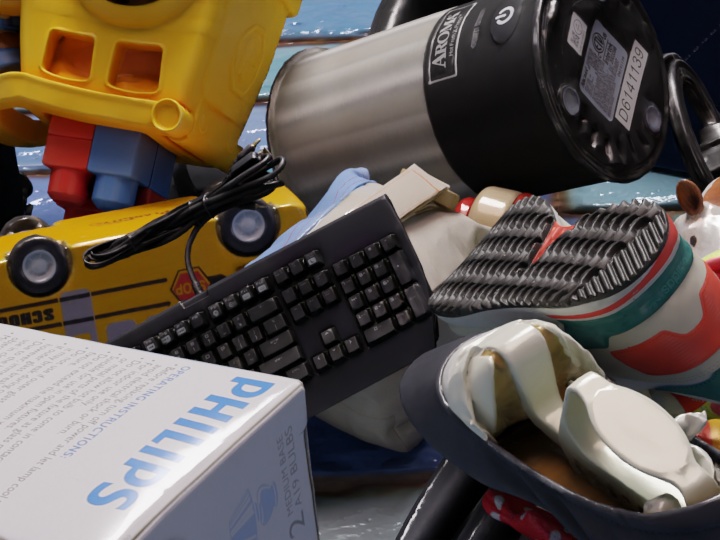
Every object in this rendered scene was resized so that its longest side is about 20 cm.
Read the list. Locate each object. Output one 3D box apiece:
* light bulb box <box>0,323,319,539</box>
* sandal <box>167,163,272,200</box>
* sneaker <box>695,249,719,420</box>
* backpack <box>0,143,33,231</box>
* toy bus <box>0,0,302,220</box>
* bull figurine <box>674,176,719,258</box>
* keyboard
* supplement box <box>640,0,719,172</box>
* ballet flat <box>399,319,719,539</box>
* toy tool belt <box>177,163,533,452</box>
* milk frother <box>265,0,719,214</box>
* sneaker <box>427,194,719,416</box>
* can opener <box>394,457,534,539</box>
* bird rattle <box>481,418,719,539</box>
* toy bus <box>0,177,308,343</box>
[{"bbox_3d":[-0.120,0.132,0.833,0.199,0.199,0.125,10,30,29],"label":"light bulb box"},{"bbox_3d":[-0.071,-0.036,1.385,0.076,0.043,0.200,-15,25,-19],"label":"sandal"},{"bbox_3d":[0.160,0.022,1.072,0.090,0.079,0.200,6,-14,-22],"label":"sneaker"},{"bbox_3d":[-0.301,-0.054,1.355,0.199,0.148,0.183,-6,21,7],"label":"backpack"},{"bbox_3d":[-0.148,-0.112,1.328,0.199,0.193,0.136,12,-5,19],"label":"toy bus"},{"bbox_3d":[0.250,-0.044,1.295,0.121,0.065,0.200,4,24,35],"label":"bull figurine"},{"bbox_3d":[-0.070,0.020,1.104,0.199,0.127,0.021,-28,-18,11],"label":"keyboard"},{"bbox_3d":[0.217,-0.159,1.480,0.199,0.135,0.200,14,30,36],"label":"supplement box"},{"bbox_3d":[0.079,0.057,0.904,0.073,0.073,0.200,-19,35,-28],"label":"ballet flat"},{"bbox_3d":[0.000,0.000,1.196,0.122,0.125,0.200,14,29,21],"label":"toy tool belt"},{"bbox_3d":[0.090,-0.072,1.342,0.188,0.200,0.181,-13,31,39],"label":"milk frother"},{"bbox_3d":[0.098,0.024,1.012,0.070,0.093,0.200,-47,13,-13],"label":"sneaker"},{"bbox_3d":[0.064,0.079,1.081,0.063,0.079,0.200,-2,35,39],"label":"can opener"},{"bbox_3d":[0.139,0.107,1.000,0.199,0.113,0.163,-16,11,8],"label":"bird rattle"},{"bbox_3d":[-0.125,0.008,1.249,0.199,0.079,0.065,-11,14,-12],"label":"toy bus"}]
